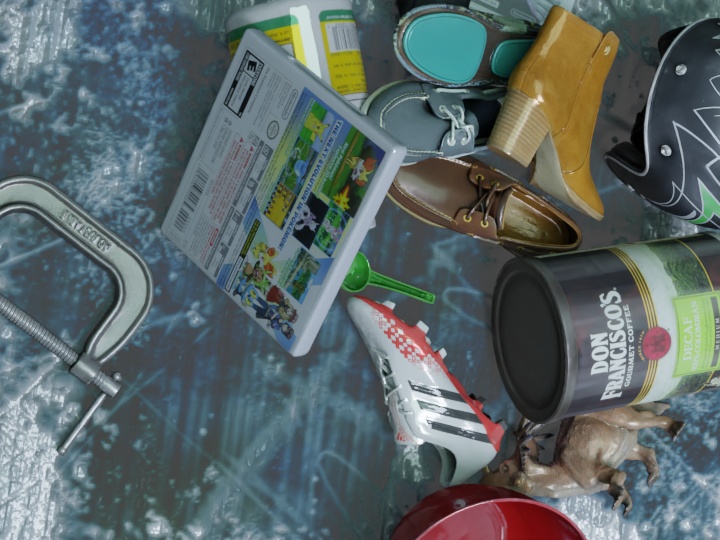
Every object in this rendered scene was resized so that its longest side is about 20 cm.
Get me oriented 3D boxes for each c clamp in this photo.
[{"bbox_3d":[-0.265,0.027,1.246,0.200,0.027,0.171,44,79,-12],"label":"c clamp"}]

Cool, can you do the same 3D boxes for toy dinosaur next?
[{"bbox_3d":[0.211,0.153,1.363,0.135,0.086,0.200,36,60,22],"label":"toy dinosaur"}]

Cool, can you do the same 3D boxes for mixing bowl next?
[{"bbox_3d":[0.096,0.264,1.296,0.198,0.108,0.202,-6,112,-15],"label":"mixing bowl"}]

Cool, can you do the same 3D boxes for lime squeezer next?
[{"bbox_3d":[0.000,0.000,1.272,0.070,0.200,0.038,24,83,25],"label":"lime squeezer"}]

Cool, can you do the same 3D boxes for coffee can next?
[{"bbox_3d":[0.236,0.048,1.324,0.198,0.146,0.148,-8,92,-20],"label":"coffee can"}]

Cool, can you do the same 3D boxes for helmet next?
[{"bbox_3d":[0.329,-0.131,1.333,0.198,0.190,0.203,0,90,-17],"label":"helmet"}]

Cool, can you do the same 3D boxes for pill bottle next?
[{"bbox_3d":[-0.045,-0.128,1.266,0.112,0.113,0.202,-12,93,-16],"label":"pill bottle"}]

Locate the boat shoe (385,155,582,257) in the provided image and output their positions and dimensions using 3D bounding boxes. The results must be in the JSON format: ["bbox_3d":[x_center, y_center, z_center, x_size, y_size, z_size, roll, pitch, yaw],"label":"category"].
[{"bbox_3d":[0.113,-0.063,1.335,0.198,0.068,0.073,22,84,-15],"label":"boat shoe"}]

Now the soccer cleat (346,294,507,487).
[{"bbox_3d":[0.047,0.108,1.318,0.085,0.069,0.200,-45,106,-14],"label":"soccer cleat"}]

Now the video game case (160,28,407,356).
[{"bbox_3d":[-0.068,-0.064,1.202,0.022,0.182,0.201,-7,131,-52],"label":"video game case"}]

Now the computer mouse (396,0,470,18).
[{"bbox_3d":[0.053,-0.315,1.304,0.139,0.046,0.202,14,87,-18],"label":"computer mouse"}]

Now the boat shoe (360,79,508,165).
[{"bbox_3d":[0.078,-0.133,1.282,0.199,0.061,0.074,-10,94,-47],"label":"boat shoe"}]

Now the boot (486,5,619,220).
[{"bbox_3d":[0.196,-0.138,1.311,0.201,0.070,0.145,31,88,-52],"label":"boot"}]

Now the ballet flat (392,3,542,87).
[{"bbox_3d":[0.095,-0.198,1.293,0.198,0.074,0.075,7,88,-38],"label":"ballet flat"}]

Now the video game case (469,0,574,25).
[{"bbox_3d":[0.124,-0.326,1.361,0.198,0.023,0.184,21,84,-15],"label":"video game case"}]
